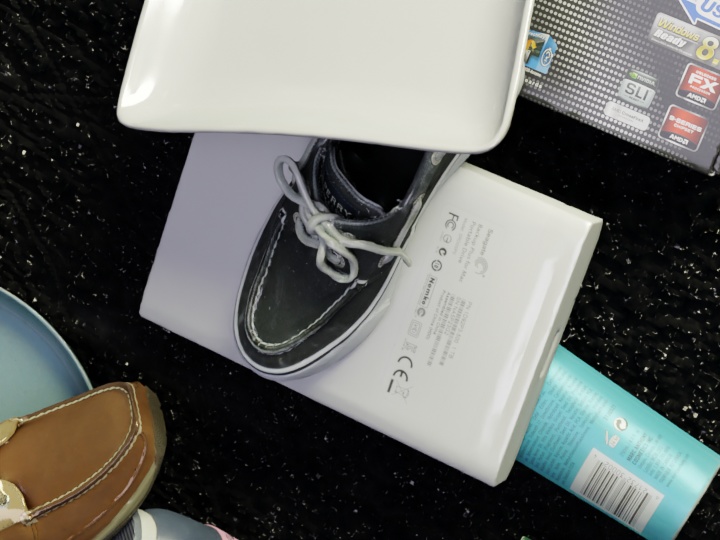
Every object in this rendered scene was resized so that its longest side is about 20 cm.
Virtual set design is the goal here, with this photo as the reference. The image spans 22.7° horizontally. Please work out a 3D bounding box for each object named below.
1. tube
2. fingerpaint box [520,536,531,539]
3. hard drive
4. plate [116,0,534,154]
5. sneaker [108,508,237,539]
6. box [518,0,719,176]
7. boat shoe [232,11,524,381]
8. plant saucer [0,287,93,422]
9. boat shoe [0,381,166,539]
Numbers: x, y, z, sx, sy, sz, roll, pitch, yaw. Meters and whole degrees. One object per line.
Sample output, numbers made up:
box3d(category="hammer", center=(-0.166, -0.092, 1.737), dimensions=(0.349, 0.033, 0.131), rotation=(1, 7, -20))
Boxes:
box3d(category="tube", center=(0.075, 0.057, 0.856), dimensions=(0.200, 0.050, 0.078), rotation=(33, 102, 11))
box3d(category="fingerpaint box", center=(0.106, 0.259, 0.873), dimensions=(0.167, 0.073, 0.200), rotation=(26, 107, 9))
box3d(category="hard drive", center=(0.000, 0.000, 0.849), dimensions=(0.200, 0.026, 0.132), rotation=(24, 104, 21))
box3d(category="plate", center=(0.001, -0.146, 0.761), dimensions=(0.200, 0.032, 0.200), rotation=(7, 78, 34))
box3d(category="sneaker", center=(-0.126, 0.202, 0.928), dimensions=(0.082, 0.070, 0.200), rotation=(14, 129, -29))
box3d(category="box", center=(0.101, -0.154, 0.803), dimensions=(0.200, 0.044, 0.161), rotation=(25, 107, 9))
box3d(category="boat shoe", center=(-0.002, -0.030, 0.795), dimensions=(0.074, 0.068, 0.199), rotation=(46, 111, 14))
box3d(category="plant saucer", center=(-0.221, 0.092, 0.948), dimensions=(0.200, 0.027, 0.201), rotation=(3, 103, 14))
box3d(category="boat shoe", center=(-0.185, 0.116, 0.877), dimensions=(0.200, 0.074, 0.076), rotation=(-34, 50, 18))
